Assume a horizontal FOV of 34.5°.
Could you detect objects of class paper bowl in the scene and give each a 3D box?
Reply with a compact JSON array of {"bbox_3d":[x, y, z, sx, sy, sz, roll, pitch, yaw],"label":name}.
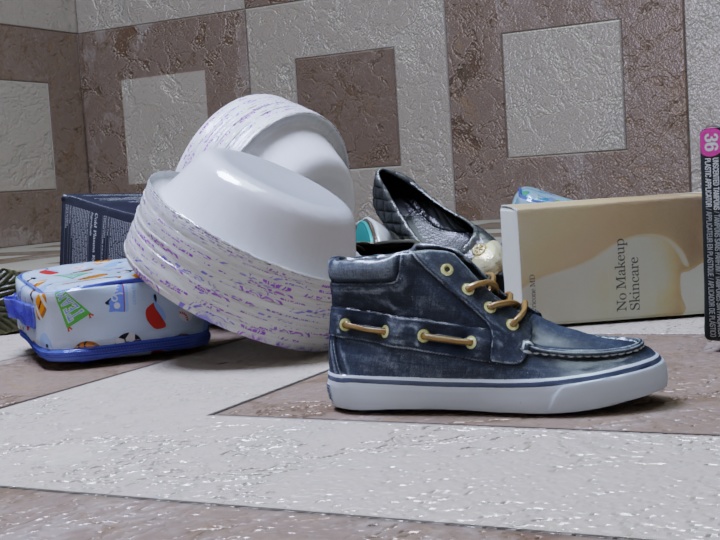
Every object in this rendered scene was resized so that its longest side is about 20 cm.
[{"bbox_3d":[-0.084,-0.059,1.125,0.104,0.204,0.199,27,22,33],"label":"paper bowl"},{"bbox_3d":[-0.083,-0.027,0.939,0.198,0.106,0.201,23,12,-5],"label":"paper bowl"}]

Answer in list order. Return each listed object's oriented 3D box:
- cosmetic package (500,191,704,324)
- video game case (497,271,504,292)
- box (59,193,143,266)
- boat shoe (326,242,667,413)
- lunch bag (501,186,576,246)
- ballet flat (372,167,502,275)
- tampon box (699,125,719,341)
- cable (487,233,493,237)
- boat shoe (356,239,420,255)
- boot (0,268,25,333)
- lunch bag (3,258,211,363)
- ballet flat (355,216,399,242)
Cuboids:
[{"bbox_3d":[0.225,-0.012,1.005,0.196,0.107,0.071,-6,5,-4],"label":"cosmetic package"},{"bbox_3d":[0.116,0.009,1.335,0.178,0.026,0.200,-2,4,13],"label":"video game case"},{"bbox_3d":[-0.199,-0.022,1.264,0.198,0.106,0.181,-4,12,-41],"label":"box"},{"bbox_3d":[0.073,0.030,0.662,0.197,0.093,0.071,-2,5,14],"label":"boat shoe"},{"bbox_3d":[0.242,-0.037,1.304,0.158,0.084,0.200,15,8,6],"label":"lunch bag"},{"bbox_3d":[0.078,-0.048,1.260,0.066,0.057,0.199,-42,50,-16],"label":"ballet flat"},{"bbox_3d":[0.348,-0.029,0.798,0.197,0.153,0.126,-1,3,31],"label":"tampon box"},{"bbox_3d":[0.084,-0.013,1.367,0.096,0.051,0.200,-23,-3,-14],"label":"cable"},{"bbox_3d":[0.002,-0.002,1.220,0.200,0.061,0.072,1,36,45],"label":"boat shoe"},{"bbox_3d":[-0.440,0.032,1.255,0.172,0.067,0.199,-5,3,-23],"label":"boot"},{"bbox_3d":[-0.224,0.033,1.011,0.158,0.077,0.199,-8,7,-24],"label":"lunch bag"},{"bbox_3d":[0.014,-0.026,1.365,0.068,0.071,0.200,-5,2,-17],"label":"ballet flat"}]
